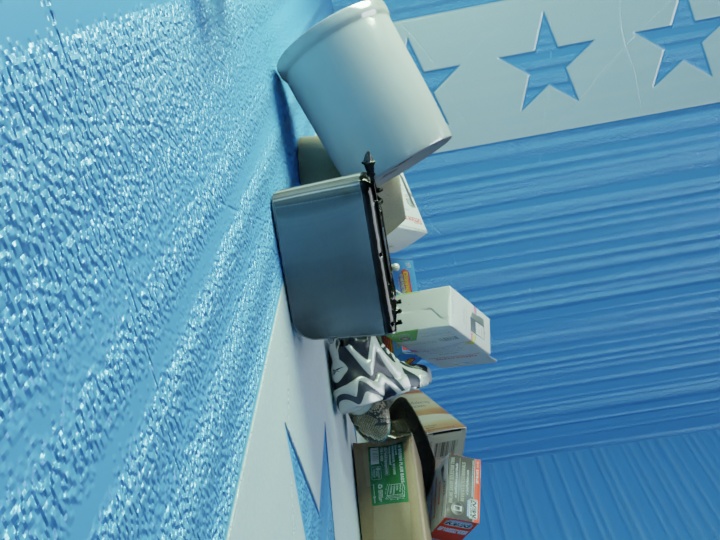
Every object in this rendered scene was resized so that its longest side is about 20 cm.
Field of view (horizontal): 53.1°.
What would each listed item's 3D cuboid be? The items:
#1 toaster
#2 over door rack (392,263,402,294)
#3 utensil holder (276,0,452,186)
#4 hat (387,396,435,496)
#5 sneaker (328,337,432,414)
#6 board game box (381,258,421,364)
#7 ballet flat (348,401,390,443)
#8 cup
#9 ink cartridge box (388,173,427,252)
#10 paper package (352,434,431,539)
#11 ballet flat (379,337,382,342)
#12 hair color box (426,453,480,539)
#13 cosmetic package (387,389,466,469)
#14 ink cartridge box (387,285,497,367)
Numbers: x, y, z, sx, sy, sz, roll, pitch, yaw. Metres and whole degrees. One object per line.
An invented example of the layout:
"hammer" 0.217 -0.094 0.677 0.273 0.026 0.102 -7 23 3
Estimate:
"toaster" -0.022 -0.025 0.837 0.181 0.117 0.203 -75 155 -83
"over door rack" 0.046 0.069 1.194 0.200 0.066 0.149 43 42 -27
"utensil holder" 0.009 -0.226 0.964 0.201 0.169 0.170 60 4 0
"hat" 0.059 0.339 1.335 0.200 0.080 0.203 179 -90 -66
"sneaker" 0.024 0.128 1.070 0.198 0.079 0.131 -8 75 -44
"board game box" 0.053 0.111 1.434 0.196 0.055 0.202 129 -40 -53
"ballet flat" -0.004 0.177 1.134 0.075 0.067 0.201 50 17 -37
"cup" -0.007 -0.116 1.109 0.200 0.141 0.203 -9 90 -86
"ink cartridge box" 0.027 -0.142 1.310 0.145 0.084 0.202 5 63 -60
"paper package" 0.057 0.391 1.147 0.191 0.102 0.202 75 7 -56
"ballet flat" 0.000 0.077 1.375 0.063 0.067 0.203 7 69 -57
"hair color box" 0.150 0.413 1.257 0.201 0.063 0.112 106 -6 -53
"cosmetic package" 0.112 0.310 1.439 0.200 0.102 0.088 30 -63 55
"ink cartridge box" 0.137 0.098 1.169 0.200 0.116 0.068 36 51 -50
